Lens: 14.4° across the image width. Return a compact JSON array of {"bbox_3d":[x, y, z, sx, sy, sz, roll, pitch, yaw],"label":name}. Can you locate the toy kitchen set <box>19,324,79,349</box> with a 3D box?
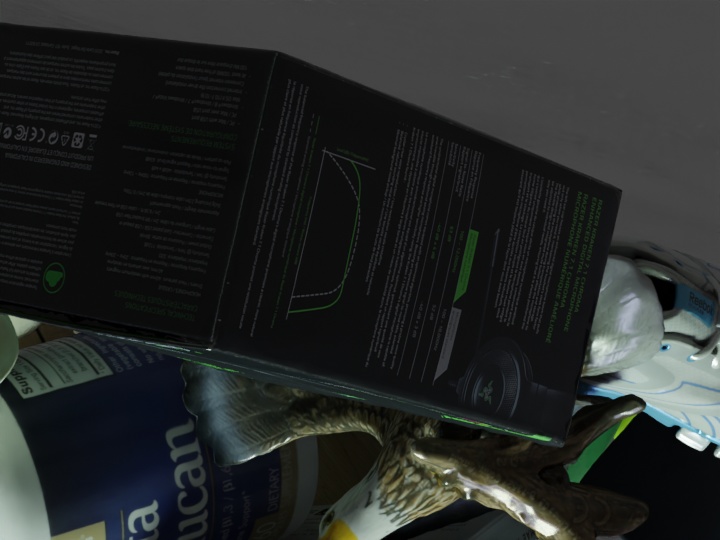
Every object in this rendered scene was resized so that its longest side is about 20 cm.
[{"bbox_3d":[-0.149,-0.020,1.343,0.199,0.181,0.163,-20,159,-24],"label":"toy kitchen set"}]

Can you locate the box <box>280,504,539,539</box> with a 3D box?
[{"bbox_3d":[-0.035,0.188,1.246,0.198,0.131,0.200,-4,-169,27],"label":"box"}]

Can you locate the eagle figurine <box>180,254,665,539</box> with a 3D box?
[{"bbox_3d":[0.026,0.061,1.104,0.150,0.153,0.200,-11,-167,-15],"label":"eagle figurine"}]

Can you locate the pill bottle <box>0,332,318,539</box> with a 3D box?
[{"bbox_3d":[-0.127,0.086,1.205,0.199,0.112,0.111,-16,-169,-29],"label":"pill bottle"}]

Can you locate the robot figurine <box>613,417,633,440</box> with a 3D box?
[{"bbox_3d":[0.211,0.110,1.467,0.176,0.115,0.200,54,175,31],"label":"robot figurine"}]

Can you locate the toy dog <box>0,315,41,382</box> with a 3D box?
[{"bbox_3d":[-0.225,-0.013,1.180,0.199,0.140,0.194,-9,-168,36],"label":"toy dog"}]

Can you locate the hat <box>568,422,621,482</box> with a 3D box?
[{"bbox_3d":[0.072,0.108,1.426,0.199,0.177,0.165,3,-167,-42],"label":"hat"}]

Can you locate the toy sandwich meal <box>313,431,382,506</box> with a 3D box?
[{"bbox_3d":[-0.003,0.130,1.364,0.204,0.206,0.070,12,-158,14],"label":"toy sandwich meal"}]

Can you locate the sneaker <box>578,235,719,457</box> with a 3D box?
[{"bbox_3d":[0.132,0.027,1.135,0.199,0.075,0.087,11,166,-11],"label":"sneaker"}]

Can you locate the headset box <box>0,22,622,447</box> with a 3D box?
[{"bbox_3d":[-0.036,-0.012,0.950,0.174,0.093,0.200,10,175,40],"label":"headset box"}]

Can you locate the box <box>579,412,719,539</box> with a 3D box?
[{"bbox_3d":[0.228,0.145,1.273,0.200,0.118,0.197,40,-175,-23],"label":"box"}]
